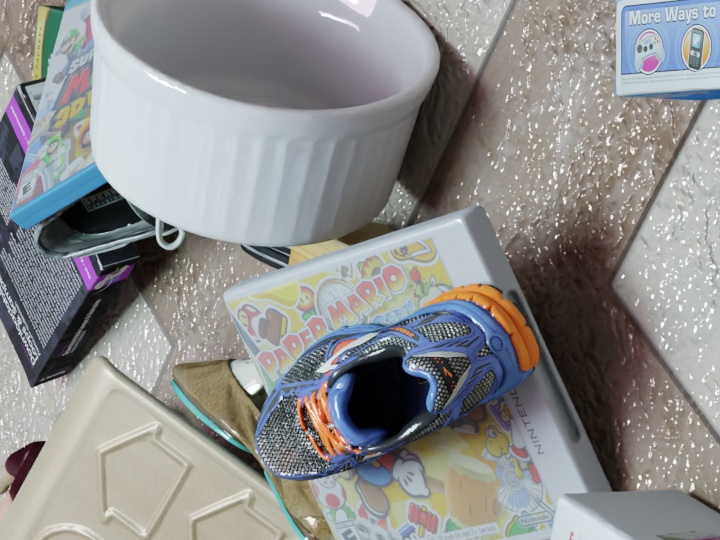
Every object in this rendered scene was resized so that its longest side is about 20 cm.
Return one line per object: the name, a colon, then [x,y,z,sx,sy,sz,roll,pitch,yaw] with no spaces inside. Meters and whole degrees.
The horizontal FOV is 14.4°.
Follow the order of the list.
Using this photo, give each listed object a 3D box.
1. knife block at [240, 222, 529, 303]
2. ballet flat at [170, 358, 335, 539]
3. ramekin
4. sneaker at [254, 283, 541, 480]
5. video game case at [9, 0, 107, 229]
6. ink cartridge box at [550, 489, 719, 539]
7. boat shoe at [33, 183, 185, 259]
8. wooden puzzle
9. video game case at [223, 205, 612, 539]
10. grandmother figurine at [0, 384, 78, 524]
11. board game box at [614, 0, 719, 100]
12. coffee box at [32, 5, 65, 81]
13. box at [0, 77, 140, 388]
knife block: [0.000,0.000,1.646,0.200,0.064,0.176,-46,54,47]
ballet flat: [-0.044,0.094,1.722,0.072,0.068,0.200,-56,42,11]
ramekin: [-0.061,-0.098,1.629,0.201,0.200,0.098,49,136,45]
sneaker: [0.002,0.065,1.495,0.200,0.078,0.075,-33,88,46]
video game case: [-0.152,-0.130,1.807,0.143,0.018,0.200,-28,37,34]
ink cartridge box: [0.168,0.207,1.370,0.200,0.084,0.145,31,116,54]
boat shoe: [-0.123,-0.055,1.771,0.199,0.068,0.074,-14,120,29]
wooden puzzle: [-0.126,0.177,1.788,0.200,0.046,0.186,37,114,15]
video game case: [0.029,0.071,1.546,0.200,0.023,0.182,-17,100,46]
grandmother figurine: [-0.223,0.164,1.944,0.121,0.060,0.200,41,102,36]
board game box: [0.203,-0.183,1.347,0.200,0.056,0.197,2,91,57]
coffee box: [-0.161,-0.107,1.912,0.200,0.044,0.123,23,110,55]
box: [-0.218,-0.024,1.952,0.143,0.036,0.200,64,150,15]
